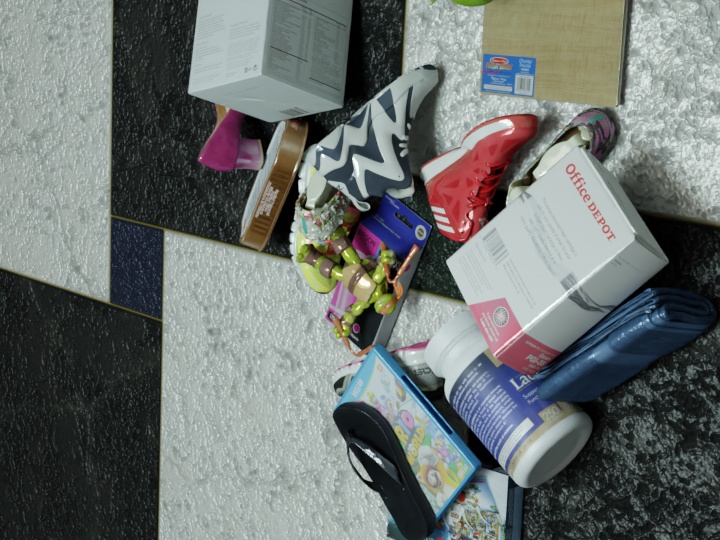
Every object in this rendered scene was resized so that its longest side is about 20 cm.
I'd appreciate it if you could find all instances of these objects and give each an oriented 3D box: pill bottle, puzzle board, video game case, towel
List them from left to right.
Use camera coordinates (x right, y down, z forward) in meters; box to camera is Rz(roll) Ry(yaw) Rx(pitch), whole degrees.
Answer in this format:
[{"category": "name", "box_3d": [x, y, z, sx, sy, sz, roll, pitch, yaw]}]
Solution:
[{"category": "video game case", "box_3d": [0.055, 0.211, 1.629, 0.200, 0.018, 0.144, 49, 136, 19]}, {"category": "pill bottle", "box_3d": [0.170, 0.147, 1.524, 0.200, 0.115, 0.116, 49, 126, 28]}, {"category": "puzzle board", "box_3d": [0.221, -0.273, 1.484, 0.199, 0.017, 0.153, 13, 106, 43]}, {"category": "towel", "box_3d": [0.284, 0.081, 1.406, 0.200, 0.111, 0.049, -41, 54, 39]}]

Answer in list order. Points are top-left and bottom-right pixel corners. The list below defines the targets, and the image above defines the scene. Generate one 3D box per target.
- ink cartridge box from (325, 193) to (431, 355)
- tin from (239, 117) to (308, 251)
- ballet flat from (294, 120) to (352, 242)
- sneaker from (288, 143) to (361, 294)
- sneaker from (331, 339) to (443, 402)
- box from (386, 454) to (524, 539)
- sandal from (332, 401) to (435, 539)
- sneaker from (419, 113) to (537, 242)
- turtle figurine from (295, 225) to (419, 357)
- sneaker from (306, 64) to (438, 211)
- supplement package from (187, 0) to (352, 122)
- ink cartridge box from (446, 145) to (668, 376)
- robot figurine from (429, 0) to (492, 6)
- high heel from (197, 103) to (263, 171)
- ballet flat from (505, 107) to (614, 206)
[{"category": "ink cartridge box", "box_3d": [0.022, 0.005, 1.709, 0.095, 0.037, 0.202, 39, 120, 34]}, {"category": "tin", "box_3d": [-0.123, -0.121, 1.789, 0.112, 0.041, 0.202, -86, 18, -60]}, {"category": "ballet flat", "box_3d": [-0.029, -0.128, 1.646, 0.075, 0.064, 0.202, 6, 58, 25]}, {"category": "sneaker", "box_3d": [-0.040, -0.067, 1.729, 0.090, 0.078, 0.203, 8, 101, 41]}, {"category": "sneaker", "box_3d": [0.037, 0.153, 1.687, 0.199, 0.073, 0.089, -20, 84, 45]}, {"category": "box", "box_3d": [0.119, 0.300, 1.651, 0.198, 0.037, 0.139, 12, 104, 43]}, {"category": "sandal", "box_3d": [0.027, 0.254, 1.632, 0.201, 0.043, 0.076, 56, 137, 12]}, {"category": "sneaker", "box_3d": [0.153, -0.102, 1.530, 0.200, 0.077, 0.117, -33, 67, 55]}, {"category": "turtle figurine", "box_3d": [0.000, 0.000, 1.658, 0.161, 0.064, 0.201, 44, 131, 18]}, {"category": "sneaker", "box_3d": [0.045, -0.155, 1.602, 0.130, 0.199, 0.079, 52, 162, -7]}, {"category": "supplement package", "box_3d": [-0.114, -0.318, 1.680, 0.151, 0.150, 0.203, -4, 77, 45]}, {"category": "ink cartridge box", "box_3d": [0.208, -0.009, 1.377, 0.200, 0.082, 0.147, -42, 48, 21]}, {"category": "robot figurine", "box_3d": [0.154, -0.379, 1.451, 0.199, 0.115, 0.177, -33, 30, 30]}, {"category": "high heel", "box_3d": [-0.205, -0.223, 1.835, 0.067, 0.095, 0.202, -48, 48, 46]}, {"category": "ballet flat", "box_3d": [0.213, -0.105, 1.476, 0.069, 0.071, 0.201, 52, 128, 21]}]
